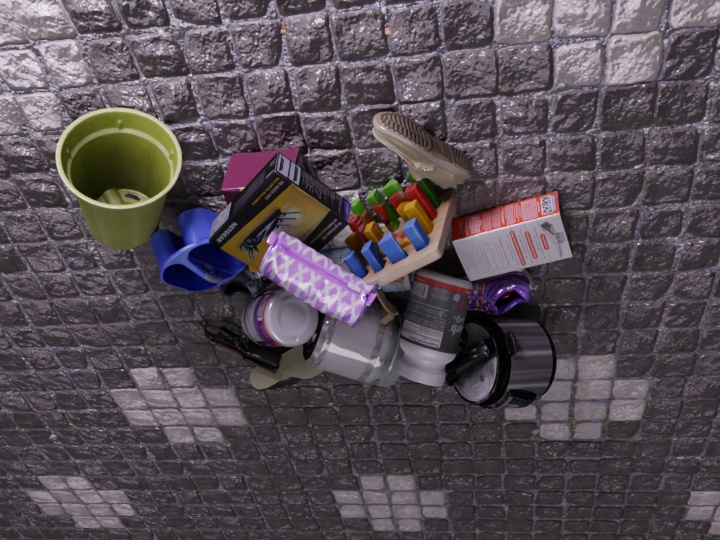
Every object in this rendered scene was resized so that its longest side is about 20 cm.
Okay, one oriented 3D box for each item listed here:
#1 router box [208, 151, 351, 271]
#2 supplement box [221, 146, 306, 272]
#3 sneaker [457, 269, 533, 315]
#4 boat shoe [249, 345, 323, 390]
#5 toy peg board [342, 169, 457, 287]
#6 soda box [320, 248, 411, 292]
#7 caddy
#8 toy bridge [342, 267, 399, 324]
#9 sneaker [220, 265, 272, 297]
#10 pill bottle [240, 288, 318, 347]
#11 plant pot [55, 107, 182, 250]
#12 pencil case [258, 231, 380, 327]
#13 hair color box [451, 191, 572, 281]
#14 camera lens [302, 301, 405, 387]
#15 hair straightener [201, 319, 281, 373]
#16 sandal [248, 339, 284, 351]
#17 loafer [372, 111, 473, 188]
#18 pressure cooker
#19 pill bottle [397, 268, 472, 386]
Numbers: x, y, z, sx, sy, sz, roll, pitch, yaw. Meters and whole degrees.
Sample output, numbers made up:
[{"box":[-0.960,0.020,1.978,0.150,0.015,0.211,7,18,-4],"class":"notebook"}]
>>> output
[{"box":[-0.134,-0.080,1.264,0.156,0.053,0.199,31,129,-26],"class":"router box"},{"box":[-0.153,-0.104,1.354,0.127,0.105,0.203,-3,135,10],"class":"supplement box"},{"box":[0.240,0.052,1.483,0.196,0.085,0.081,-20,131,26],"class":"sneaker"},{"box":[-0.152,0.218,1.720,0.197,0.075,0.063,-20,168,12],"class":"boat shoe"},{"box":[0.049,-0.074,1.307,0.197,0.201,0.098,-27,113,30],"class":"toy peg board"},{"box":[0.000,0.000,1.468,0.195,0.069,0.064,-4,137,11],"class":"soda box"},{"box":[-0.290,-0.025,1.391,0.140,0.107,0.200,-32,160,12],"class":"caddy"},{"box":[-0.004,0.036,1.433,0.198,0.028,0.067,31,131,-23],"class":"toy bridge"},{"box":[-0.190,0.012,1.494,0.195,0.082,0.074,-13,134,19],"class":"sneaker"},{"box":[-0.169,0.095,1.511,0.110,0.114,0.199,29,163,-22],"class":"pill bottle"},{"box":[-0.409,-0.139,1.306,0.195,0.204,0.185,13,148,-8],"class":"plant pot"},{"box":[-0.068,0.015,1.225,0.197,0.085,0.086,28,161,-3],"class":"pencil case"},{"box":[0.274,-0.059,1.379,0.196,0.065,0.112,-13,133,21],"class":"hair color box"},{"box":[-0.012,0.136,1.542,0.196,0.162,0.161,18,136,-13],"class":"camera lens"},{"box":[-0.260,0.153,1.652,0.197,0.041,0.078,29,142,3],"class":"hair straightener"},{"box":[-0.178,0.148,1.660,0.075,0.043,0.200,29,132,-22],"class":"sandal"},{"box":[0.096,-0.190,1.256,0.197,0.077,0.068,27,127,-21],"class":"loafer"},{"box":[0.265,0.179,1.510,0.196,0.178,0.180,3,109,-32],"class":"pressure cooker"},{"box":[0.138,0.107,1.449,0.113,0.116,0.205,13,93,-8],"class":"pill bottle"}]
